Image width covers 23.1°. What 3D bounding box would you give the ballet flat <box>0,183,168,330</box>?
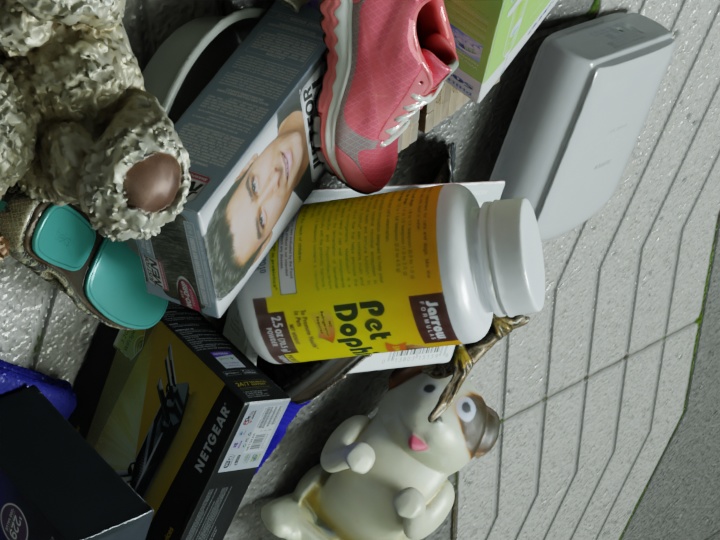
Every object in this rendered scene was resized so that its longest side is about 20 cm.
[{"bbox_3d":[-0.198,-0.017,1.192,0.068,0.075,0.200,-64,155,-8],"label":"ballet flat"}]

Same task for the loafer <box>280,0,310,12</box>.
[{"bbox_3d":[-0.103,-0.208,1.120,0.200,0.076,0.068,24,105,-47],"label":"loafer"}]

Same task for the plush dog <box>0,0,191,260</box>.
[{"bbox_3d":[-0.216,-0.099,1.053,0.171,0.160,0.201,-22,104,-16],"label":"plush dog"}]

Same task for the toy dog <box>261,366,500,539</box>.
[{"bbox_3d":[0.041,0.181,1.608,0.200,0.139,0.194,-54,163,23],"label":"toy dog"}]

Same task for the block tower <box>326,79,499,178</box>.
[{"bbox_3d":[0.030,-0.135,1.335,0.200,0.058,0.054,-36,143,-39],"label":"block tower"}]

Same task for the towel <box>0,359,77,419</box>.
[{"bbox_3d":[-0.302,0.146,1.261,0.200,0.049,0.148,-52,154,3],"label":"towel"}]

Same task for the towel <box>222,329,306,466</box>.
[{"bbox_3d":[-0.096,0.117,1.458,0.200,0.050,0.148,-53,147,4],"label":"towel"}]

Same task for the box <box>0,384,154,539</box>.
[{"bbox_3d":[-0.234,0.206,1.230,0.079,0.141,0.201,-21,140,-46],"label":"box"}]

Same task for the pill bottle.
[{"bbox_3d":[0.021,0.001,1.206,0.199,0.110,0.109,-7,150,16],"label":"pill bottle"}]

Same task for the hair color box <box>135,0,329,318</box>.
[{"bbox_3d":[-0.073,-0.077,1.164,0.200,0.060,0.099,-55,153,-34],"label":"hair color box"}]

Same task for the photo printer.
[{"bbox_3d":[0.187,-0.117,1.543,0.166,0.069,0.201,-24,140,-51],"label":"photo printer"}]

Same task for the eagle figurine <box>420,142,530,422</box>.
[{"bbox_3d":[0.061,0.001,1.505,0.200,0.150,0.152,51,35,-28],"label":"eagle figurine"}]

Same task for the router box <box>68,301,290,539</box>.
[{"bbox_3d":[-0.154,0.132,1.318,0.052,0.157,0.201,-1,123,-50],"label":"router box"}]

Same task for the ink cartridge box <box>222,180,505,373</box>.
[{"bbox_3d":[0.000,0.000,1.358,0.199,0.044,0.174,-4,124,-31],"label":"ink cartridge box"}]

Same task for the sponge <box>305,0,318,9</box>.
[{"bbox_3d":[0.031,-0.218,1.277,0.200,0.030,0.112,-37,148,-39],"label":"sponge"}]

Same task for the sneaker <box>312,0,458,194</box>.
[{"bbox_3d":[0.021,-0.124,1.154,0.074,0.086,0.201,-52,152,-42],"label":"sneaker"}]

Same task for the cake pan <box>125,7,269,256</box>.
[{"bbox_3d":[-0.106,-0.085,1.210,0.200,0.037,0.201,-49,148,-44],"label":"cake pan"}]

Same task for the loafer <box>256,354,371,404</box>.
[{"bbox_3d":[0.010,0.032,1.306,0.200,0.073,0.071,-41,135,2],"label":"loafer"}]

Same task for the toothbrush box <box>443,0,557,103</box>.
[{"bbox_3d":[0.098,-0.223,1.197,0.146,0.086,0.200,-53,171,-12],"label":"toothbrush box"}]
